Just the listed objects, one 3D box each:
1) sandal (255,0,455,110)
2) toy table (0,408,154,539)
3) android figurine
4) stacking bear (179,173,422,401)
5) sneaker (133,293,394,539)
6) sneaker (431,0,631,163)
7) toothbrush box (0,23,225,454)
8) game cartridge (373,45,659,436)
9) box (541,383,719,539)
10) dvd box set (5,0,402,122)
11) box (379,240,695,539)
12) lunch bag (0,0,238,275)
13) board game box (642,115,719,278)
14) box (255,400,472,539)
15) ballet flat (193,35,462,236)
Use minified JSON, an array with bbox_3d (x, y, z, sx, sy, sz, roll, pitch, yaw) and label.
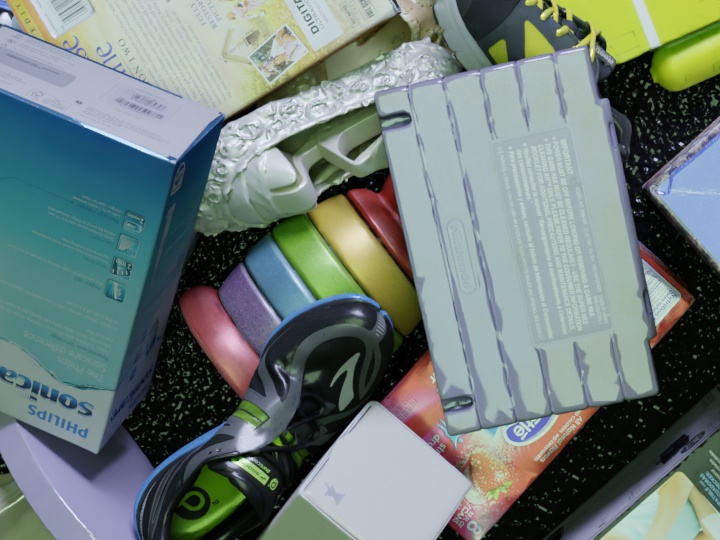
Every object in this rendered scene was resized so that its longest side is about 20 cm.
[{"bbox_3d":[0.022,-0.144,1.122,0.211,0.070,0.078,-38,87,7],"label":"sandal"},{"bbox_3d":[-0.194,0.160,1.120,0.184,0.200,0.117,34,103,-34],"label":"toy table"},{"bbox_3d":[0.177,-0.200,1.108,0.199,0.041,0.183,-25,94,2],"label":"android figurine"},{"bbox_3d":[0.000,0.000,1.116,0.200,0.114,0.122,-39,85,2],"label":"stacking bear"},{"bbox_3d":[-0.050,0.098,1.034,0.071,0.083,0.200,40,100,-23],"label":"sneaker"},{"bbox_3d":[0.102,-0.136,1.067,0.084,0.075,0.201,-10,123,23],"label":"sneaker"},{"bbox_3d":[-0.179,-0.017,1.060,0.146,0.085,0.201,21,117,7],"label":"toothbrush box"},{"bbox_3d":[0.091,-0.016,1.036,0.129,0.038,0.201,-12,95,3],"label":"game cartridge"},{"bbox_3d":[0.165,0.161,1.095,0.200,0.117,0.060,-42,89,6],"label":"box"},{"bbox_3d":[-0.096,-0.161,1.079,0.199,0.029,0.147,-32,91,10],"label":"dvd box set"},{"bbox_3d":[0.099,0.056,1.107,0.100,0.095,0.200,41,97,4],"label":"box"},{"bbox_3d":[-0.184,-0.081,1.151,0.199,0.076,0.161,21,93,5],"label":"lunch bag"},{"bbox_3d":[0.247,-0.020,1.033,0.097,0.200,0.160,-41,86,8],"label":"board game box"},{"bbox_3d":[-0.026,0.177,1.081,0.078,0.095,0.200,39,135,3],"label":"box"},{"bbox_3d":[-0.024,-0.072,1.080,0.199,0.072,0.072,-30,88,-2],"label":"ballet flat"}]
